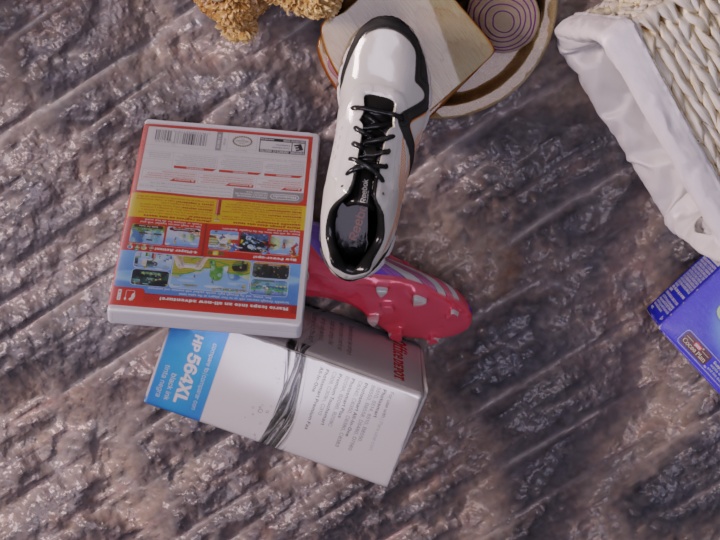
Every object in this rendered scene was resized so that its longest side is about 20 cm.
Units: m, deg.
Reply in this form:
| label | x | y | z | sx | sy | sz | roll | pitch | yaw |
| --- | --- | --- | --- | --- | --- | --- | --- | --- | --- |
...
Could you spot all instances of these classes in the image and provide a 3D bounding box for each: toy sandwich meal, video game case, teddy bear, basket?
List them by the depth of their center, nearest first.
| label | x | y | z | sx | sy | sz | roll | pitch | yaw |
| --- | --- | --- | --- | --- | --- | --- | --- | --- | --- |
| teddy bear | -0.061 | -0.246 | 1.199 | 0.198 | 0.067 | 0.146 | -8 | 112 | 33 |
| basket | 0.267 | -0.136 | 1.204 | 0.160 | 0.198 | 0.201 | -33 | 100 | 3 |
| video game case | -0.107 | -0.036 | 1.236 | 0.141 | 0.201 | 0.018 | 5 | 138 | -1 |
| toy sandwich meal | 0.056 | -0.204 | 1.251 | 0.203 | 0.070 | 0.208 | 0 | 102 | 0 |

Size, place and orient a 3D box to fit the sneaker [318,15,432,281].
| label | x | y | z | sx | sy | sz | roll | pitch | yaw |
| --- | --- | --- | --- | --- | --- | --- | --- | --- | --- |
| sneaker | 0.011 | -0.086 | 1.200 | 0.073 | 0.080 | 0.202 | 7 | 101 | 1 |

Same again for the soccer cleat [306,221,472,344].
| label | x | y | z | sx | sy | sz | roll | pitch | yaw |
| --- | --- | --- | --- | --- | --- | --- | --- | --- | --- |
| soccer cleat | 0.000 | 0.000 | 1.301 | 0.198 | 0.077 | 0.067 | 15 | 138 | -17 |

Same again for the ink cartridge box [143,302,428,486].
| label | x | y | z | sx | sy | sz | roll | pitch | yaw |
| --- | --- | --- | --- | --- | --- | --- | --- | --- | --- |
| ink cartridge box | -0.055 | 0.080 | 1.272 | 0.198 | 0.146 | 0.085 | 21 | 102 | -3 |

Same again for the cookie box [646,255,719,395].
| label | x | y | z | sx | sy | sz | roll | pitch | yaw |
| --- | --- | --- | --- | --- | --- | --- | --- | --- | --- |
| cookie box | 0.359 | 0.029 | 1.297 | 0.200 | 0.075 | 0.171 | -43 | 98 | 9 |
